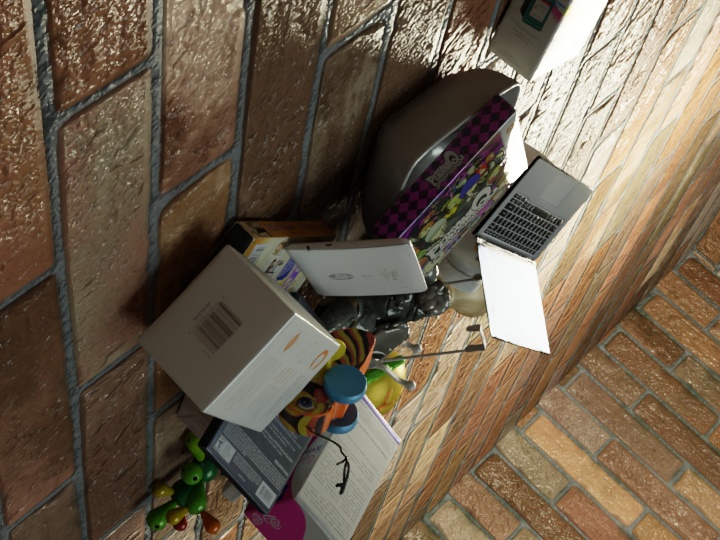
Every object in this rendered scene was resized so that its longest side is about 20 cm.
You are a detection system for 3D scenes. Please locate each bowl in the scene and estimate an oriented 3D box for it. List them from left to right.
[{"bbox_3d":[0.077,-0.129,1.456,0.199,0.074,0.201,-40,161,-31],"label":"bowl"}]

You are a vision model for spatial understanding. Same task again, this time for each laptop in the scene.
[{"bbox_3d":[0.234,-0.015,1.675,0.201,0.116,0.186,-50,150,13],"label":"laptop"}]

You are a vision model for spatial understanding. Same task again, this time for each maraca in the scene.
[{"bbox_3d":[0.004,0.153,1.796,0.136,0.108,0.200,-32,176,-8],"label":"maraca"}]

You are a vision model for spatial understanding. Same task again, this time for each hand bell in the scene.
[{"bbox_3d":[0.089,0.034,1.860,0.198,0.104,0.105,-13,143,-42],"label":"hand bell"}]

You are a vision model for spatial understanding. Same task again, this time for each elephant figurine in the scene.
[{"bbox_3d":[-0.001,0.048,1.588,0.199,0.141,0.156,-39,124,-10],"label":"elephant figurine"}]

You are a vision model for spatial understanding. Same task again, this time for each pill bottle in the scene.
[{"bbox_3d":[0.178,-0.072,1.765,0.201,0.112,0.112,-56,161,23],"label":"pill bottle"}]

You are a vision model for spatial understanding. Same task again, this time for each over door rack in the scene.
[{"bbox_3d":[0.084,0.075,1.681,0.198,0.067,0.149,-19,-145,24],"label":"over door rack"}]

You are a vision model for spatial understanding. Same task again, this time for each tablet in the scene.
[{"bbox_3d":[0.000,0.000,1.399,0.200,0.128,0.014,62,27,-73],"label":"tablet"}]

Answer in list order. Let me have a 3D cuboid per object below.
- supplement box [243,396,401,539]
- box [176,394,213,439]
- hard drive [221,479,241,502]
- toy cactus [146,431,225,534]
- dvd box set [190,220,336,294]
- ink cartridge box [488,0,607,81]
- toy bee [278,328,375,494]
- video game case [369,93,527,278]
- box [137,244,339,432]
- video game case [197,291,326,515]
[{"bbox_3d":[-0.045,0.260,1.652,0.100,0.104,0.201,-24,-156,38],"label":"supplement box"},{"bbox_3d":[-0.104,0.147,1.534,0.199,0.116,0.061,-28,152,-46],"label":"box"},{"bbox_3d":[-0.103,0.209,1.680,0.200,0.026,0.132,-47,-173,49],"label":"hard drive"},{"bbox_3d":[-0.179,0.245,1.620,0.202,0.102,0.165,-57,173,3],"label":"toy cactus"},{"bbox_3d":[-0.114,0.012,1.359,0.147,0.029,0.199,-54,163,16],"label":"dvd box set"},{"bbox_3d":[0.232,-0.319,1.443,0.116,0.067,0.201,-32,156,-44],"label":"ink cartridge box"},{"bbox_3d":[-0.047,0.129,1.389,0.200,0.107,0.133,-78,-177,-69],"label":"toy bee"},{"bbox_3d":[0.102,-0.081,1.439,0.200,0.036,0.181,-47,162,-4],"label":"video game case"},{"bbox_3d":[-0.112,0.071,1.268,0.124,0.097,0.200,-46,164,-1],"label":"box"},{"bbox_3d":[-0.089,0.146,1.432,0.201,0.019,0.143,-60,139,-25],"label":"video game case"}]
